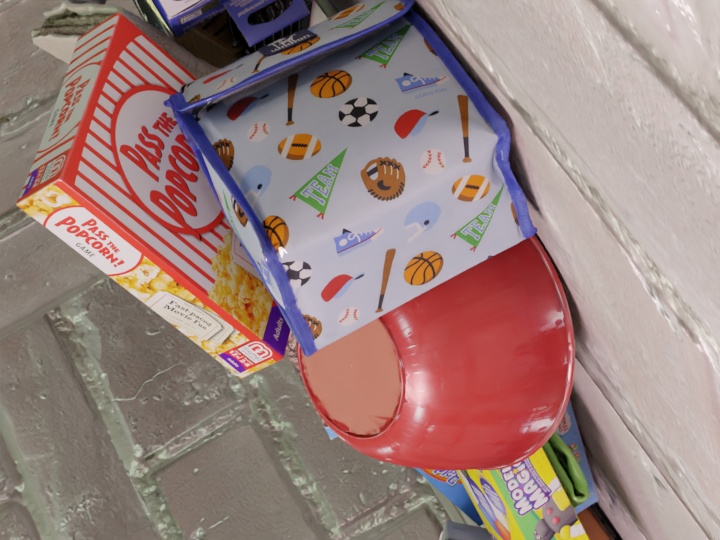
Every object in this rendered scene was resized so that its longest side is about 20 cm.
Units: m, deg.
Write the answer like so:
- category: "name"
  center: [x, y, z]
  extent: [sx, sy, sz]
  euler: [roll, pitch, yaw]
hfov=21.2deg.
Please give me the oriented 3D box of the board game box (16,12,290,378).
- category: "board game box"
  center: [-0.118, -0.048, 1.257]
  extent: [0.200, 0.046, 0.152]
  euler: [39, -136, -30]

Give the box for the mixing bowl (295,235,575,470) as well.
- category: "mixing bowl"
  center: [0.029, 0.048, 1.250]
  extent: [0.199, 0.108, 0.202]
  euler: [17, 115, 43]

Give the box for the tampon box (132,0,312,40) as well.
- category: "tampon box"
  center: [-0.133, -0.252, 1.698]
  extent: [0.151, 0.126, 0.200]
  euler: [60, 176, 2]

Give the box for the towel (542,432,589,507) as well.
- category: "towel"
  center: [0.118, 0.119, 1.457]
  extent: [0.150, 0.031, 0.200]
  euler: [57, 170, 7]

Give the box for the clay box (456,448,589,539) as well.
- category: "clay box"
  center: [0.112, 0.161, 1.392]
  extent: [0.201, 0.047, 0.115]
  euler: [63, 169, -18]

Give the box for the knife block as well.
- category: "knife block"
  center: [-0.105, -0.182, 1.461]
  extent: [0.176, 0.064, 0.200]
  euler: [55, 154, -16]

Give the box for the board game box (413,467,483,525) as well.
- category: "board game box"
  center: [0.047, 0.101, 1.575]
  extent: [0.200, 0.045, 0.153]
  euler: [46, -162, -44]

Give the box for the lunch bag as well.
- category: "lunch bag"
  center: [-0.014, -0.080, 1.183]
  extent: [0.201, 0.169, 0.124]
  euler: [59, 171, 41]

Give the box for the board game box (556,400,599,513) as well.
- category: "board game box"
  center: [0.119, 0.084, 1.553]
  extent: [0.200, 0.036, 0.152]
  euler: [58, 173, 40]

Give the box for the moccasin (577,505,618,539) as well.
- category: "moccasin"
  center: [0.156, 0.207, 1.643]
  extent: [0.202, 0.077, 0.074]
  euler: [58, 175, 35]

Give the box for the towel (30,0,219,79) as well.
- category: "towel"
  center: [-0.158, -0.150, 1.402]
  extent: [0.132, 0.035, 0.200]
  euler: [30, 173, -29]

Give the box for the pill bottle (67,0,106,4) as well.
- category: "pill bottle"
  center: [-0.183, -0.296, 1.396]
  extent: [0.111, 0.201, 0.111]
  euler: [24, 177, 1]

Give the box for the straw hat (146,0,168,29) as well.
- category: "straw hat"
  center: [-0.098, -0.251, 1.522]
  extent: [0.200, 0.085, 0.202]
  euler: [35, 152, 22]

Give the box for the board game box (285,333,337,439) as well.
- category: "board game box"
  center: [0.001, 0.024, 1.664]
  extent: [0.201, 0.158, 0.097]
  euler: [64, -179, -46]

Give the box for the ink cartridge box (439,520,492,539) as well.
- category: "ink cartridge box"
  center: [0.088, 0.291, 1.515]
  extent: [0.200, 0.082, 0.148]
  euler: [-44, -33, -85]

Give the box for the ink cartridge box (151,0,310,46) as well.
- category: "ink cartridge box"
  center: [-0.104, -0.254, 1.306]
  extent: [0.201, 0.136, 0.076]
  euler: [61, 177, 2]
